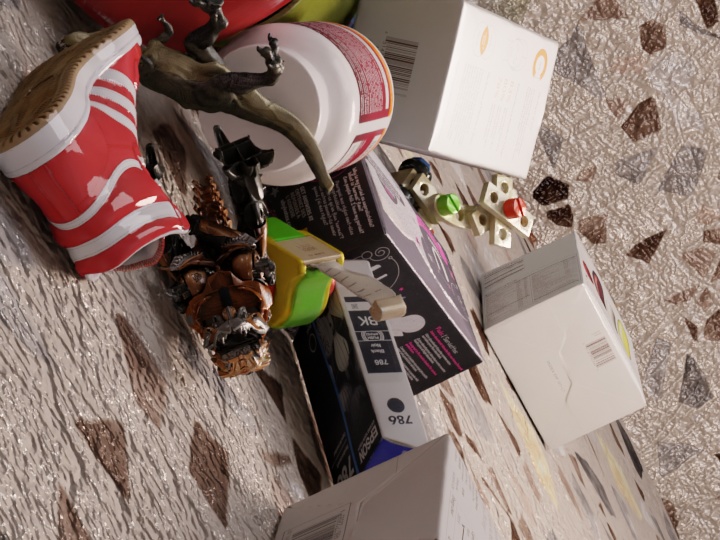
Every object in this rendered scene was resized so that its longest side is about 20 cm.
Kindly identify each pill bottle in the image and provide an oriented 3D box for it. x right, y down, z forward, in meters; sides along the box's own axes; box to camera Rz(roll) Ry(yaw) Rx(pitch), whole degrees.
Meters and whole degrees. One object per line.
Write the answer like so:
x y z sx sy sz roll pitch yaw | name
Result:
-0.047 -0.120 1.360 0.113 0.113 0.200 64 13 -1 | pill bottle

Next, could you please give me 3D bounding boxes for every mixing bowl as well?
-0.143 -0.219 1.292 0.200 0.108 0.200 42 12 -11 | mixing bowl

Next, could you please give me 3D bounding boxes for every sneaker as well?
-0.144 -0.067 1.099 0.113 0.071 0.200 57 20 -19 | sneaker

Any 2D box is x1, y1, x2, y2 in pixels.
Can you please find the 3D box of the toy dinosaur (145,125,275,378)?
-0.098 -0.010 1.221 0.200 0.102 0.136 35 -33 54 | toy dinosaur

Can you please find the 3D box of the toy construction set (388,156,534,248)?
0.046 -0.035 1.670 0.131 0.199 0.092 52 38 -25 | toy construction set

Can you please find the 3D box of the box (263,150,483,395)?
0.000 0.000 1.527 0.200 0.114 0.132 53 16 -48 | box

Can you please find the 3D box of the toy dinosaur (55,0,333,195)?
-0.091 -0.127 1.227 0.199 0.088 0.048 27 43 -5 | toy dinosaur

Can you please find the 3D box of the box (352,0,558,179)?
0.073 -0.156 1.608 0.200 0.097 0.125 9 95 -61 | box

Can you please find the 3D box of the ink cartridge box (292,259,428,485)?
0.002 0.099 1.377 0.100 0.039 0.201 114 -35 -44 | ink cartridge box

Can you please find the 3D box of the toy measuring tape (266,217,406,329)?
-0.033 0.019 1.342 0.200 0.074 0.074 31 -21 51 | toy measuring tape

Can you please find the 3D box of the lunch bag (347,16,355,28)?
-0.022 -0.224 1.736 0.200 0.082 0.161 45 -17 21 | lunch bag

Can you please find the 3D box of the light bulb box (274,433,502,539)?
0.041 0.235 1.153 0.201 0.124 0.198 63 10 -9 | light bulb box

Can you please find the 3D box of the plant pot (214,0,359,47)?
-0.073 -0.249 1.530 0.188 0.187 0.200 67 13 15 | plant pot

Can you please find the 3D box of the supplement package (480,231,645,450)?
0.263 0.088 2.514 0.192 0.147 0.200 61 12 -18 | supplement package

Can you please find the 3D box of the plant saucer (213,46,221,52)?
-0.096 -0.172 1.675 0.201 0.037 0.200 61 10 -19 | plant saucer
